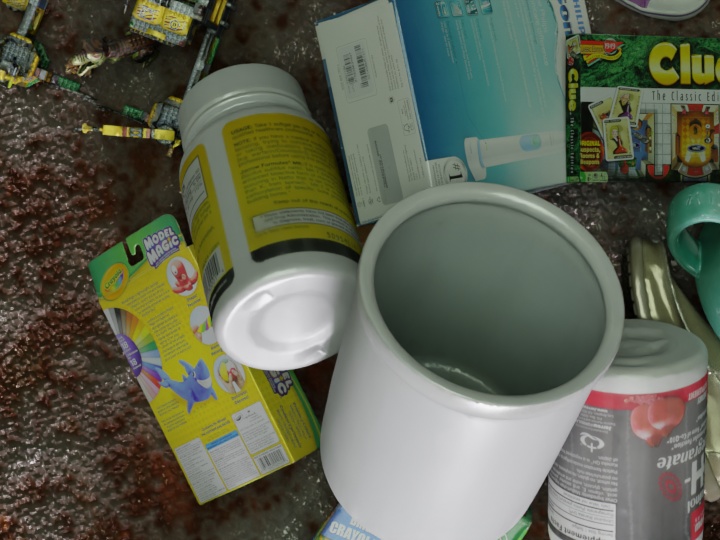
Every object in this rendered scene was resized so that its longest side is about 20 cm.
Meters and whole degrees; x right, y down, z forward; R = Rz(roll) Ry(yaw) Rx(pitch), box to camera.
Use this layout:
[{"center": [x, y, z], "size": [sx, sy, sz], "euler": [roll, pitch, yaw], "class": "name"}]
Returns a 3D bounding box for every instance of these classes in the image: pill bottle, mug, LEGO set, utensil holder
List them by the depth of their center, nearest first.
[{"center": [0.064, 0.070, 1.348], "size": [0.168, 0.201, 0.171], "euler": [6, 52, -8], "class": "utensil holder"}, {"center": [0.186, 0.144, 1.445], "size": [0.110, 0.111, 0.202], "euler": [0, 108, 5], "class": "pill bottle"}, {"center": [-0.065, -0.041, 1.446], "size": [0.113, 0.115, 0.201], "euler": [-20, 53, 5], "class": "pill bottle"}, {"center": [0.301, -0.009, 1.459], "size": [0.185, 0.114, 0.152], "euler": [46, 53, -2], "class": "mug"}, {"center": [-0.186, -0.175, 1.514], "size": [0.199, 0.116, 0.155], "euler": [29, 93, 4], "class": "LEGO set"}]

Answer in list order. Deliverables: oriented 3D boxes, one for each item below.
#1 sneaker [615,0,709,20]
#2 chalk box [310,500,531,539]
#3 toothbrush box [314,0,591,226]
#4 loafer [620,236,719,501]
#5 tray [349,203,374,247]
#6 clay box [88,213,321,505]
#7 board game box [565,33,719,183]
[{"center": [0.173, -0.255, 1.485], "size": [0.200, 0.114, 0.073], "euler": [38, 92, 2], "class": "sneaker"}, {"center": [0.046, 0.184, 1.497], "size": [0.124, 0.125, 0.201], "euler": [35, 95, 4], "class": "chalk box"}, {"center": [0.078, -0.121, 1.452], "size": [0.085, 0.199, 0.148], "euler": [-12, 91, 48], "class": "toothbrush box"}, {"center": [0.244, 0.065, 1.506], "size": [0.068, 0.076, 0.201], "euler": [-20, 97, 3], "class": "loafer"}, {"center": [0.000, 0.000, 1.538], "size": [0.198, 0.037, 0.100], "euler": [-1, 97, 6], "class": "tray"}, {"center": [-0.115, 0.061, 1.520], "size": [0.115, 0.047, 0.201], "euler": [-27, 88, 42], "class": "clay box"}, {"center": [0.236, -0.114, 1.480], "size": [0.198, 0.023, 0.106], "euler": [-2, 89, -26], "class": "board game box"}]
